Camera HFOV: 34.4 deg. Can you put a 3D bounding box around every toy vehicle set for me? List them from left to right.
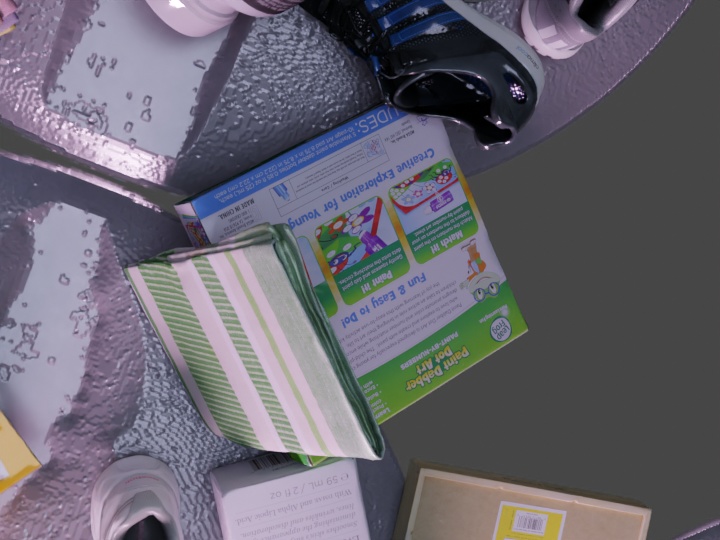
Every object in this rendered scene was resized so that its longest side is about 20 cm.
[{"bbox_3d":[0.120,0.225,0.896,0.198,0.026,0.125,13,92,-15],"label":"toy vehicle set"}]

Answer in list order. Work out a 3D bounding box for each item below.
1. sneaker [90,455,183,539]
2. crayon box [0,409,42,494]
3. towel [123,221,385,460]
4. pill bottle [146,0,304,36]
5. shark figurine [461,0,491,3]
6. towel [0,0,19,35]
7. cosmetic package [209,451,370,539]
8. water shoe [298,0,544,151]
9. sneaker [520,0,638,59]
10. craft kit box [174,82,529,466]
[{"bbox_3d":[-0.151,0.235,0.789,0.077,0.099,0.202,-7,97,-14],"label":"sneaker"},{"bbox_3d":[-0.326,0.133,0.758,0.199,0.052,0.126,-35,103,-8],"label":"crayon box"},{"bbox_3d":[-0.073,0.049,0.746,0.023,0.199,0.154,-32,104,-34],"label":"towel"},{"bbox_3d":[-0.045,-0.228,0.720,0.199,0.116,0.117,-20,103,29],"label":"pill bottle"},{"bbox_3d":[0.035,-0.254,0.816,0.214,0.128,0.090,41,59,3],"label":"shark figurine"},{"bbox_3d":[-0.292,-0.178,0.621,0.143,0.023,0.201,-29,132,-2],"label":"towel"},{"bbox_3d":[-0.039,0.232,0.833,0.101,0.074,0.202,-14,97,-12],"label":"cosmetic package"},{"bbox_3d":[0.029,-0.154,0.782,0.199,0.072,0.079,27,55,3],"label":"water shoe"},{"bbox_3d":[0.189,-0.247,0.822,0.074,0.115,0.202,20,90,-15],"label":"sneaker"},{"bbox_3d":[0.000,0.000,0.815,0.199,0.048,0.199,-28,99,-23],"label":"craft kit box"}]
